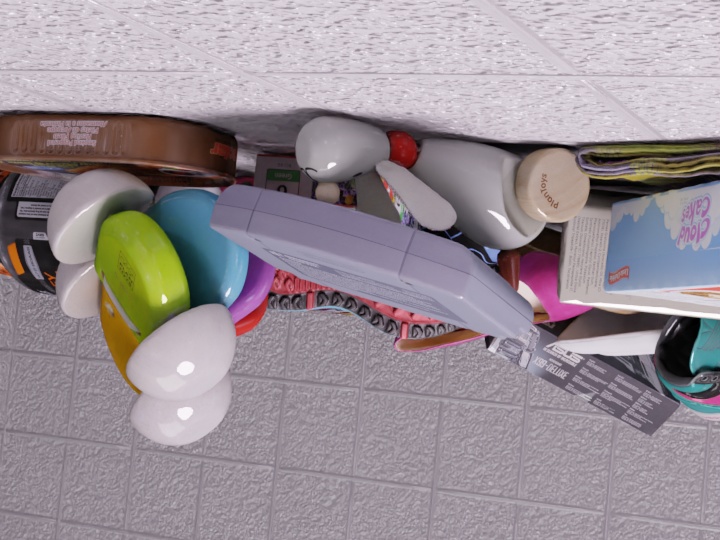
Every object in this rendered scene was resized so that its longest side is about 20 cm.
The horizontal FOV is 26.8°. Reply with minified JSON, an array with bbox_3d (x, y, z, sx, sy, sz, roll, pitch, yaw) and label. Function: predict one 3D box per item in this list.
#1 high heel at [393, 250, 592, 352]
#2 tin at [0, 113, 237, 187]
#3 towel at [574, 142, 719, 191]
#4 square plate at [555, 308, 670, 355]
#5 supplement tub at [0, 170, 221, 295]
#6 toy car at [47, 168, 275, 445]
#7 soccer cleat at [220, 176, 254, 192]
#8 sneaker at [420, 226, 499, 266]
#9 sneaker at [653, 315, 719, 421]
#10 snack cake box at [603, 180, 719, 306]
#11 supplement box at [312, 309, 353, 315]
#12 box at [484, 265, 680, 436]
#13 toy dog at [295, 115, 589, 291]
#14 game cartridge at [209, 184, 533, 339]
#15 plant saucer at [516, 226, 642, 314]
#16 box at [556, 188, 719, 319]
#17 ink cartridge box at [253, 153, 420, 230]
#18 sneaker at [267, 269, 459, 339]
[{"bbox_3d":[0.112,0.036,1.271,0.199,0.096,0.068,5,134,50],"label":"high heel"},{"bbox_3d":[-0.183,-0.088,1.114,0.198,0.042,0.112,4,180,24],"label":"tin"},{"bbox_3d":[0.249,-0.058,1.002,0.143,0.023,0.199,1,174,42],"label":"towel"},{"bbox_3d":[0.299,0.040,1.373,0.198,0.029,0.198,-5,-169,26],"label":"square plate"},{"bbox_3d":[-0.222,-0.037,1.276,0.198,0.124,0.122,4,176,30],"label":"supplement tub"},{"bbox_3d":[-0.131,0.014,1.104,0.149,0.176,0.201,-28,159,-19],"label":"toy car"},{"bbox_3d":[-0.089,-0.043,1.386,0.086,0.071,0.199,3,175,35],"label":"soccer cleat"},{"bbox_3d":[0.071,-0.020,1.297,0.078,0.071,0.200,-33,-176,-9],"label":"sneaker"},{"bbox_3d":[0.314,0.060,1.200,0.199,0.084,0.120,-20,143,41],"label":"sneaker"},{"bbox_3d":[0.251,-0.014,0.992,0.114,0.068,0.200,8,176,-13],"label":"snack cake box"},{"bbox_3d":[-0.073,-0.014,1.544,0.198,0.105,0.131,7,175,-25],"label":"supplement box"},{"bbox_3d":[0.202,0.054,1.444,0.199,0.050,0.158,29,-152,-19],"label":"box"},{"bbox_3d":[0.051,-0.040,1.005,0.197,0.098,0.132,6,176,-5],"label":"toy dog"},{"bbox_3d":[0.005,-0.007,0.992,0.198,0.041,0.133,16,174,29],"label":"game cartridge"},{"bbox_3d":[0.189,-0.003,1.357,0.198,0.036,0.200,19,-170,-3],"label":"plant saucer"},{"bbox_3d":[0.252,-0.011,1.154,0.198,0.083,0.068,7,-165,5],"label":"box"},{"bbox_3d":[-0.024,-0.061,1.189,0.108,0.051,0.200,5,175,16],"label":"ink cartridge box"},{"bbox_3d":[0.000,0.000,1.253,0.198,0.080,0.096,12,-170,3],"label":"sneaker"}]
